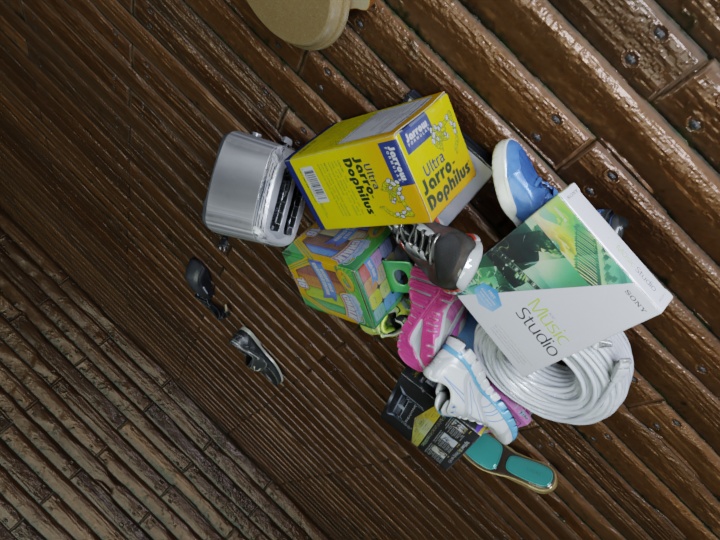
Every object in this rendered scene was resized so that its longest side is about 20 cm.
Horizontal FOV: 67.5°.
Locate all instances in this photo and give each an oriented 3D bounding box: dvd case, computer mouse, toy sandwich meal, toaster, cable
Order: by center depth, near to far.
[{"bbox_3d":[-0.065,-0.347,0.598,0.204,0.070,0.206,34,149,23],"label":"toy sandwich meal"},{"bbox_3d":[0.246,0.112,0.702,0.199,0.069,0.201,23,142,32],"label":"cable"},{"bbox_3d":[0.080,-0.125,0.724,0.143,0.018,0.200,42,148,4],"label":"dvd case"},{"bbox_3d":[-0.165,-0.119,0.859,0.128,0.202,0.113,16,180,29],"label":"toaster"},{"bbox_3d":[-0.419,0.064,1.463,0.140,0.046,0.201,36,146,16],"label":"computer mouse"}]

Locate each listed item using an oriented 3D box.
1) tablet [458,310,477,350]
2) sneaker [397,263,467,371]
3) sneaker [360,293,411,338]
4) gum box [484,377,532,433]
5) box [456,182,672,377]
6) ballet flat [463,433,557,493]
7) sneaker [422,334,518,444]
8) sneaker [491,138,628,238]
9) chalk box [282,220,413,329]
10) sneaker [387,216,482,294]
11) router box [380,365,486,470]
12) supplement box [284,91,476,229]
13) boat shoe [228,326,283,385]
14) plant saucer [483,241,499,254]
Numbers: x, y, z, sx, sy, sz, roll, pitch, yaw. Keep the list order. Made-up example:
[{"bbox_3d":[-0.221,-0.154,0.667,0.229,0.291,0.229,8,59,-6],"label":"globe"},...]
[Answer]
[{"bbox_3d":[0.143,0.098,0.898,0.130,0.014,0.200,51,147,3],"label":"tablet"},{"bbox_3d":[0.118,0.047,0.800,0.081,0.088,0.202,30,115,32],"label":"sneaker"},{"bbox_3d":[0.045,0.078,0.923,0.076,0.076,0.200,60,148,-1],"label":"sneaker"},{"bbox_3d":[0.203,0.210,0.915,0.114,0.066,0.200,46,148,0],"label":"gum box"},{"bbox_3d":[0.199,0.021,0.579,0.145,0.036,0.200,51,142,8],"label":"box"},{"bbox_3d":[0.271,0.366,1.019,0.199,0.069,0.063,22,155,34],"label":"ballet flat"},{"bbox_3d":[0.155,0.191,0.786,0.201,0.086,0.075,54,171,-19],"label":"sneaker"},{"bbox_3d":[0.226,-0.062,0.584,0.111,0.077,0.201,-16,104,41],"label":"sneaker"},{"bbox_3d":[0.000,0.000,0.854,0.199,0.124,0.125,14,137,39],"label":"chalk box"},{"bbox_3d":[0.076,-0.031,0.659,0.081,0.078,0.200,21,-170,-20],"label":"sneaker"},{"bbox_3d":[0.125,0.251,0.936,0.157,0.052,0.201,37,147,15],"label":"router box"},{"bbox_3d":[0.021,-0.128,0.668,0.199,0.109,0.110,1,128,47],"label":"supplement box"},{"bbox_3d":[-0.294,0.253,1.520,0.072,0.068,0.201,-10,120,50],"label":"boat shoe"},{"bbox_3d":[0.239,0.047,0.728,0.199,0.032,0.201,30,146,23],"label":"plant saucer"}]
